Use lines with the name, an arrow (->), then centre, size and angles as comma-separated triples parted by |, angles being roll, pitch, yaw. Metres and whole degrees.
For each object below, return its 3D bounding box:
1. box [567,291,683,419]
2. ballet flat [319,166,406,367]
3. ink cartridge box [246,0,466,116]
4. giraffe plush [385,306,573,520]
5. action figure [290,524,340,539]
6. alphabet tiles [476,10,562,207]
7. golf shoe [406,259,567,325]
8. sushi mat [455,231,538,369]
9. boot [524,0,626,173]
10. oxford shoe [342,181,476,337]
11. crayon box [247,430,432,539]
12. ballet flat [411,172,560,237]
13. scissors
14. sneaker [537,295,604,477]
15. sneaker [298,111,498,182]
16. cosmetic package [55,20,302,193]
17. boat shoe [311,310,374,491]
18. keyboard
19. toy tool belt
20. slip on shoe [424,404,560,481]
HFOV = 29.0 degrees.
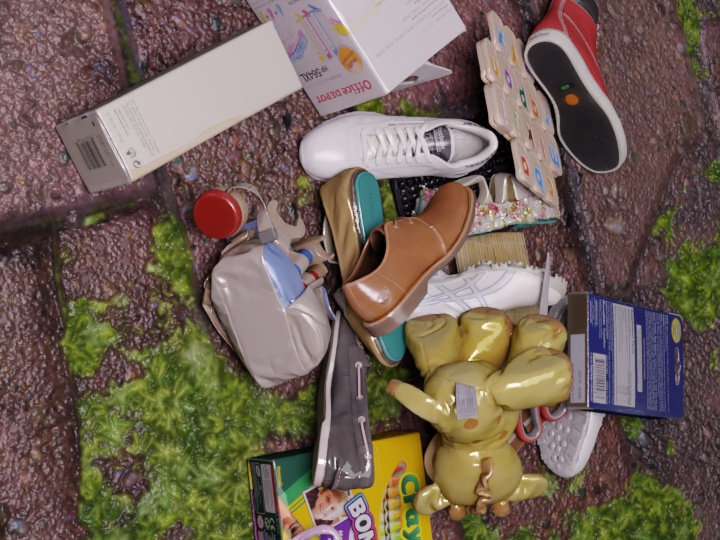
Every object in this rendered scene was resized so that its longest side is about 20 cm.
box -> 0.287, 0.096, 1.498 | 0.200, 0.032, 0.121 | 12, 75, -46
ballet flat -> 0.000, 0.000, 1.370 | 0.069, 0.063, 0.200 | 5, 74, -54
ink cartridge box -> -0.006, -0.255, 1.371 | 0.125, 0.128, 0.200 | -41, 107, -28
giraffe plush -> 0.115, 0.149, 1.320 | 0.200, 0.172, 0.162 | -56, 147, -55
action figure -> -0.025, 0.358, 1.278 | 0.200, 0.134, 0.149 | 50, 20, -35
alphabet tiles -> 0.169, -0.169, 1.475 | 0.200, 0.015, 0.196 | 27, 50, -61
golf shoe -> 0.109, 0.039, 1.416 | 0.200, 0.078, 0.097 | 2, 75, 1
sushi mat -> 0.150, 0.045, 1.472 | 0.096, 0.012, 0.200 | 7, 62, -29
boot -> 0.260, -0.222, 1.581 | 0.200, 0.072, 0.144 | 59, 38, -30
oxford shoe -> 0.049, -0.029, 1.331 | 0.071, 0.071, 0.200 | 50, 50, -16
crayon box -> -0.013, 0.269, 1.363 | 0.172, 0.058, 0.200 | -6, 89, -33
ballet flat -> 0.137, -0.070, 1.470 | 0.200, 0.076, 0.064 | -11, 102, -39
scissors -> 0.176, 0.082, 1.401 | 0.073, 0.014, 0.200 | -24, 121, -25
sneaker -> 0.249, 0.129, 1.531 | 0.080, 0.076, 0.200 | 17, 78, -39
sneaker -> 0.038, -0.127, 1.401 | 0.200, 0.080, 0.077 | -6, 94, -15
cosmetic package -> -0.165, -0.150, 1.276 | 0.200, 0.103, 0.073 | -32, 104, -29
boat shoe -> -0.011, 0.126, 1.337 | 0.057, 0.067, 0.200 | 11, 48, -7
keyboard -> 0.118, -0.116, 1.493 | 0.200, 0.040, 0.104 | -20, 98, -33
toy tool belt -> -0.089, 0.001, 1.321 | 0.200, 0.125, 0.123 | 67, 21, -14
slip on shoe -> 0.130, 0.163, 1.452 | 0.200, 0.061, 0.076 | -37, 103, -36
